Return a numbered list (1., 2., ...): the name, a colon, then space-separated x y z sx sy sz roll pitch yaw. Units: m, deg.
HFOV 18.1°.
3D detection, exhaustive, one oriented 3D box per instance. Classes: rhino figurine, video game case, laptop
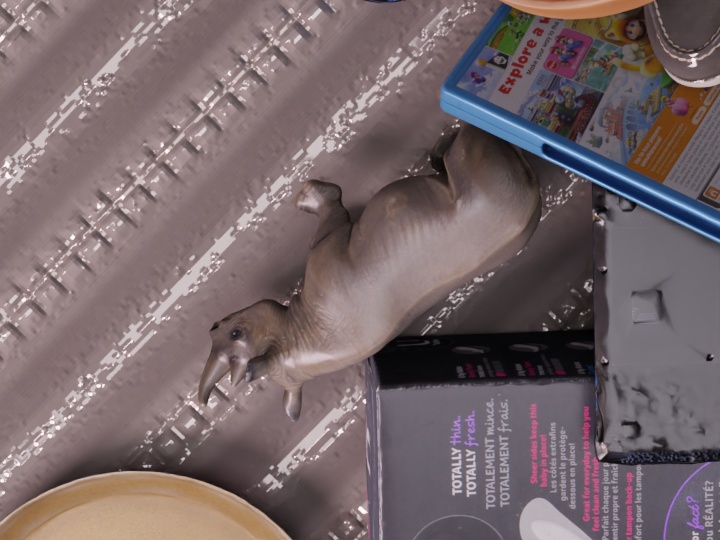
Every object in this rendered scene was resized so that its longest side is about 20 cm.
1. rhino figurine: 0.000 0.000 1.054 0.200 0.088 0.060 -38 139 6
2. video game case: 0.155 -0.082 1.007 0.199 0.018 0.143 27 59 16
3. laptop: 0.187 -0.018 1.041 0.176 0.103 0.201 -1 92 -2

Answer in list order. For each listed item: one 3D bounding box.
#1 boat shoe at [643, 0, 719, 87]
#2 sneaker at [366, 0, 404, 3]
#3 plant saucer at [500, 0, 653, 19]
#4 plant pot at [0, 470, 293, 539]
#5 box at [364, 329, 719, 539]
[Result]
1. boat shoe: 0.159 -0.182 0.994 0.067 0.057 0.201 8 74 34
2. sneaker: -0.036 -0.205 1.021 0.070 0.078 0.200 -41 101 6
3. plant saucer: 0.113 -0.204 0.991 0.032 0.200 0.201 23 103 -49
4. plant pot: -0.110 0.193 1.126 0.199 0.027 0.201 0 101 -2
5. box: 0.103 0.097 1.075 0.199 0.106 0.123 -1 101 -3
